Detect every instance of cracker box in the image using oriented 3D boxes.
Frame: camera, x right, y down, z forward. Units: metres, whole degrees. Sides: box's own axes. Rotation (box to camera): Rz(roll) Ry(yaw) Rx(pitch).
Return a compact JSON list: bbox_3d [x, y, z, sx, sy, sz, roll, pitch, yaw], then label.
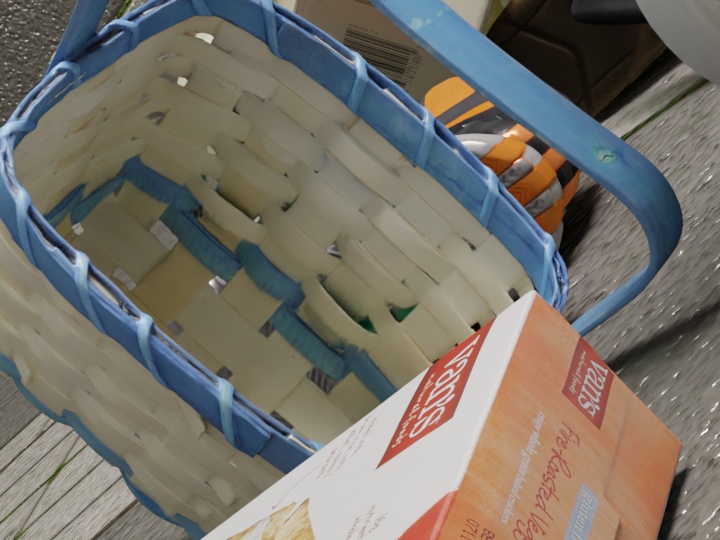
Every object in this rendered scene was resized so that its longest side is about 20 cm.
[{"bbox_3d":[-0.025,0.105,0.628,0.200,0.058,0.134,-38,12,28],"label":"cracker box"}]

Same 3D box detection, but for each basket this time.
[{"bbox_3d":[-0.022,-0.018,0.786,0.139,0.176,0.200,-47,-1,-38],"label":"basket"}]

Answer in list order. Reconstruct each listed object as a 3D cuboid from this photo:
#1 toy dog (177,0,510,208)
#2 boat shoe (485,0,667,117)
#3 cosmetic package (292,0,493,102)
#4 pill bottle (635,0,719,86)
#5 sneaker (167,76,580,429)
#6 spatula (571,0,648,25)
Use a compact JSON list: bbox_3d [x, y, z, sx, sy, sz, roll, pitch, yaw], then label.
[{"bbox_3d":[-0.004,-0.111,1.220,0.200,0.140,0.194,-40,2,25],"label":"toy dog"},{"bbox_3d":[0.122,-0.132,0.996,0.200,0.072,0.076,-37,6,36],"label":"boat shoe"},{"bbox_3d":[0.035,-0.170,1.062,0.104,0.073,0.200,111,176,-72],"label":"cosmetic package"},{"bbox_3d":[0.149,-0.108,0.653,0.116,0.116,0.200,-48,11,-24],"label":"pill bottle"},{"bbox_3d":[0.000,0.000,0.956,0.200,0.078,0.112,-27,12,25],"label":"sneaker"},{"bbox_3d":[0.124,-0.095,0.895,0.057,0.021,0.200,-53,19,-18],"label":"spatula"}]
